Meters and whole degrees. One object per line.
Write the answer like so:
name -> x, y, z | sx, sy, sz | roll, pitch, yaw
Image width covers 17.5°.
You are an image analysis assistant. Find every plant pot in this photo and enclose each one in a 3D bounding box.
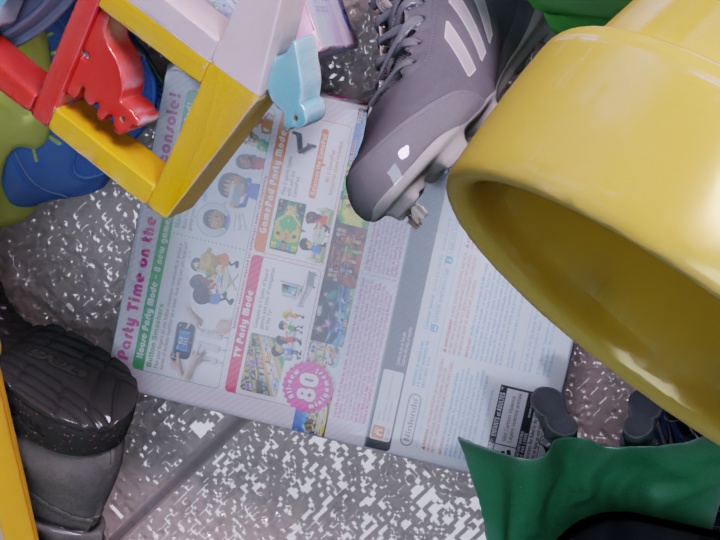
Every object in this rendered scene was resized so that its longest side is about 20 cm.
plant pot -> 0.161, -0.047, 0.807 | 0.200, 0.201, 0.189 | 35, 81, 2

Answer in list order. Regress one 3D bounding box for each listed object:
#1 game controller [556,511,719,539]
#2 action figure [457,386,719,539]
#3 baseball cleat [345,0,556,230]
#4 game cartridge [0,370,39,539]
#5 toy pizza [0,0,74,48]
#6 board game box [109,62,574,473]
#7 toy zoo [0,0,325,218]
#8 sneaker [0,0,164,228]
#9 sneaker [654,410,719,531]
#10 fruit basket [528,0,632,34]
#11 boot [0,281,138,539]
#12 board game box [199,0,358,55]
game controller -> 0.145, 0.159, 0.982 | 0.199, 0.042, 0.105 | 15, 103, -32
action figure -> 0.096, 0.138, 1.005 | 0.117, 0.055, 0.201 | 3, 128, 1
baseball cleat -> 0.020, -0.096, 0.960 | 0.106, 0.200, 0.070 | 42, 127, -4
game cartridge -> -0.221, 0.040, 1.015 | 0.175, 0.032, 0.201 | 13, 121, 34
toy pizza -> -0.168, -0.183, 0.916 | 0.199, 0.032, 0.202 | 10, 109, 29
board game box -> 0.000, 0.000, 1.032 | 0.199, 0.064, 0.149 | 14, 98, 5
toy zoo -> -0.094, -0.111, 0.861 | 0.200, 0.020, 0.132 | 38, 121, 17
sneaker -> -0.134, -0.112, 1.015 | 0.104, 0.076, 0.201 | -7, 129, -29
sneaker -> 0.153, 0.070, 1.006 | 0.078, 0.089, 0.202 | -6, 99, 8
fruit basket -> 0.163, -0.186, 0.927 | 0.214, 0.155, 0.217 | -9, 67, 22
boot -> -0.183, 0.065, 1.056 | 0.200, 0.068, 0.131 | 36, 132, 28
board game box -> -0.054, -0.179, 0.948 | 0.043, 0.200, 0.200 | -18, 94, 5
